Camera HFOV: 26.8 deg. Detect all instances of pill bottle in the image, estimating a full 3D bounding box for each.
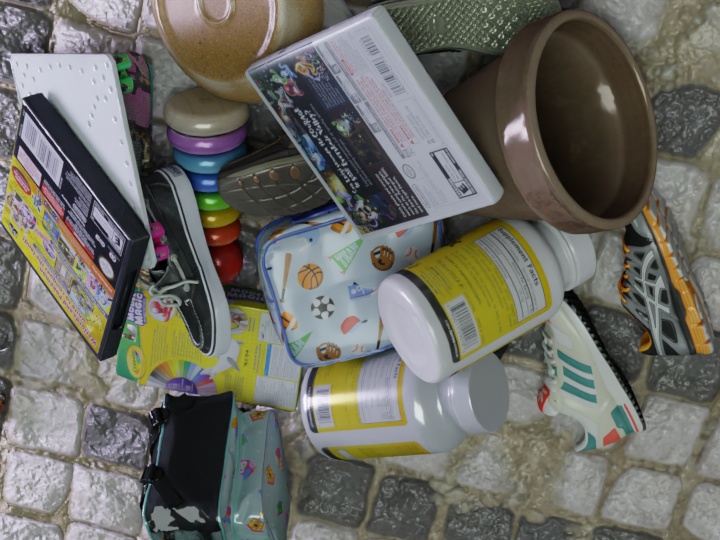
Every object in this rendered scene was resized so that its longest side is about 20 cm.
[{"bbox_3d":[0.046,0.130,1.526,0.198,0.112,0.113,-8,115,35],"label":"pill bottle"},{"bbox_3d":[0.124,0.016,1.447,0.199,0.111,0.112,-27,113,-20],"label":"pill bottle"}]

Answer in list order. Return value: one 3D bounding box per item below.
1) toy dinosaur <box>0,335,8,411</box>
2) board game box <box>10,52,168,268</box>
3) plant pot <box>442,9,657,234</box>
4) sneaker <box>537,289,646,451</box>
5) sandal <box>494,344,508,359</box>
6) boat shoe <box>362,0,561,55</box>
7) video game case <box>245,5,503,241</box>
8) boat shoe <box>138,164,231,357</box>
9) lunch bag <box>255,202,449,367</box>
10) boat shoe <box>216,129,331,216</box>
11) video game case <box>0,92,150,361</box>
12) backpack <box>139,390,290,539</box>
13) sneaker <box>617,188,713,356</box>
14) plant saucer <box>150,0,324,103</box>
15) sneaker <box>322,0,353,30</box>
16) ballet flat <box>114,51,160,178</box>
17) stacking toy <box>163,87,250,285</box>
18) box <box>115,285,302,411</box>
[{"bbox_3d":[-0.450,0.087,1.637,0.199,0.105,0.183,32,135,33],"label":"toy dinosaur"},{"bbox_3d":[-0.261,-0.111,1.455,0.199,0.026,0.202,10,115,50],"label":"board game box"},{"bbox_3d":[0.151,-0.120,1.399,0.174,0.200,0.201,-14,115,43],"label":"plant pot"},{"bbox_3d":[0.212,0.103,1.551,0.093,0.070,0.201,-29,110,11],"label":"sneaker"},{"bbox_3d":[0.107,0.099,1.576,0.075,0.043,0.202,18,114,-2],"label":"sandal"},{"bbox_3d":[0.091,-0.238,1.422,0.198,0.062,0.075,-8,111,-7],"label":"boat shoe"},{"bbox_3d":[0.010,-0.125,1.350,0.181,0.023,0.201,-14,118,47],"label":"video game case"},{"bbox_3d":[-0.182,0.001,1.487,0.068,0.073,0.201,-25,119,-28],"label":"boat shoe"},{"bbox_3d":[0.000,0.000,1.509,0.198,0.076,0.162,-17,104,-5],"label":"lunch bag"},{"bbox_3d":[-0.045,-0.111,1.474,0.198,0.074,0.075,-14,140,-7],"label":"boat shoe"},{"bbox_3d":[-0.282,-0.041,1.476,0.200,0.025,0.181,50,140,23],"label":"video game case"},{"bbox_3d":[-0.149,0.241,1.590,0.151,0.177,0.201,1,141,-2],"label":"backpack"},{"bbox_3d":[0.288,0.005,1.499,0.077,0.078,0.202,-16,110,22],"label":"sneaker"},{"bbox_3d":[-0.126,-0.252,1.409,0.198,0.035,0.202,12,113,29],"label":"plant saucer"},{"bbox_3d":[-0.044,-0.239,1.428,0.073,0.071,0.200,-37,105,19],"label":"sneaker"},{"bbox_3d":[-0.233,-0.115,1.501,0.071,0.069,0.202,-20,116,-33],"label":"ballet flat"},{"bbox_3d":[-0.149,-0.078,1.515,0.084,0.086,0.202,3,121,5],"label":"stacking toy"},{"bbox_3d":[-0.156,0.074,1.593,0.198,0.048,0.118,10,115,-1],"label":"box"}]
